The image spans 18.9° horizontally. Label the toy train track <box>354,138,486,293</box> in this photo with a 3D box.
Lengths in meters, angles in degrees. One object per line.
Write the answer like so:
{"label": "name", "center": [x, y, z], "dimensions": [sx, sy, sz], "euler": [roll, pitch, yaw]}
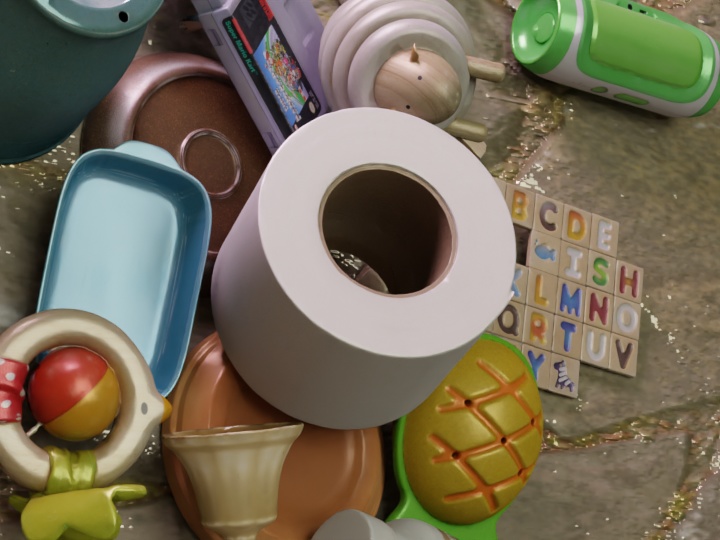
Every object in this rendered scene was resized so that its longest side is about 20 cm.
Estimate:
{"label": "toy train track", "center": [0.056, -0.051, 1.802], "dimensions": [0.115, 0.032, 0.200], "euler": [46, 53, -14]}

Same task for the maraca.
{"label": "maraca", "center": [0.080, 0.149, 1.712], "dimensions": [0.136, 0.107, 0.202], "euler": [16, 86, -28]}

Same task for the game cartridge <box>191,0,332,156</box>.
{"label": "game cartridge", "center": [-0.066, -0.178, 1.698], "dimensions": [0.201, 0.038, 0.130], "euler": [61, 28, -28]}

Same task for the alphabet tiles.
{"label": "alphabet tiles", "center": [0.167, 0.022, 1.863], "dimensions": [0.199, 0.008, 0.169], "euler": [17, 70, -33]}

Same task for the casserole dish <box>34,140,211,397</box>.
{"label": "casserole dish", "center": [-0.179, 0.006, 1.590], "dimensions": [0.120, 0.039, 0.202], "euler": [15, 78, -25]}

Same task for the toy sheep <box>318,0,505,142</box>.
{"label": "toy sheep", "center": [0.031, -0.159, 1.691], "dimensions": [0.136, 0.200, 0.139], "euler": [-5, 109, -16]}

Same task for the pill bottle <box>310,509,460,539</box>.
{"label": "pill bottle", "center": [0.052, 0.254, 1.635], "dimensions": [0.199, 0.110, 0.112], "euler": [31, 59, -33]}

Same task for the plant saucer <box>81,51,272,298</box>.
{"label": "plant saucer", "center": [-0.122, -0.079, 1.685], "dimensions": [0.199, 0.032, 0.202], "euler": [12, 70, -33]}

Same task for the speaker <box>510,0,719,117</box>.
{"label": "speaker", "center": [0.234, -0.196, 1.945], "dimensions": [0.199, 0.088, 0.089], "euler": [13, 68, -32]}

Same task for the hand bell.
{"label": "hand bell", "center": [-0.083, 0.214, 1.551], "dimensions": [0.103, 0.104, 0.202], "euler": [-5, 89, -36]}

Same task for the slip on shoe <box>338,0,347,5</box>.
{"label": "slip on shoe", "center": [0.055, -0.286, 1.861], "dimensions": [0.200, 0.060, 0.076], "euler": [-42, 100, -37]}

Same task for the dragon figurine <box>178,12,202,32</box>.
{"label": "dragon figurine", "center": [-0.134, -0.247, 1.714], "dimensions": [0.199, 0.059, 0.100], "euler": [18, 65, -29]}

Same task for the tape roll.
{"label": "tape roll", "center": [0.000, 0.000, 1.609], "dimensions": [0.201, 0.139, 0.205], "euler": [9, 62, -17]}

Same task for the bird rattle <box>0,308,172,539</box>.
{"label": "bird rattle", "center": [-0.224, 0.099, 1.511], "dimensions": [0.200, 0.113, 0.163], "euler": [47, 65, 0]}

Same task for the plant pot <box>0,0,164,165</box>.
{"label": "plant pot", "center": [-0.234, -0.201, 1.545], "dimensions": [0.199, 0.187, 0.202], "euler": [12, 67, -32]}

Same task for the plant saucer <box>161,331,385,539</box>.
{"label": "plant saucer", "center": [-0.058, 0.134, 1.657], "dimensions": [0.199, 0.037, 0.202], "euler": [12, 69, -33]}
